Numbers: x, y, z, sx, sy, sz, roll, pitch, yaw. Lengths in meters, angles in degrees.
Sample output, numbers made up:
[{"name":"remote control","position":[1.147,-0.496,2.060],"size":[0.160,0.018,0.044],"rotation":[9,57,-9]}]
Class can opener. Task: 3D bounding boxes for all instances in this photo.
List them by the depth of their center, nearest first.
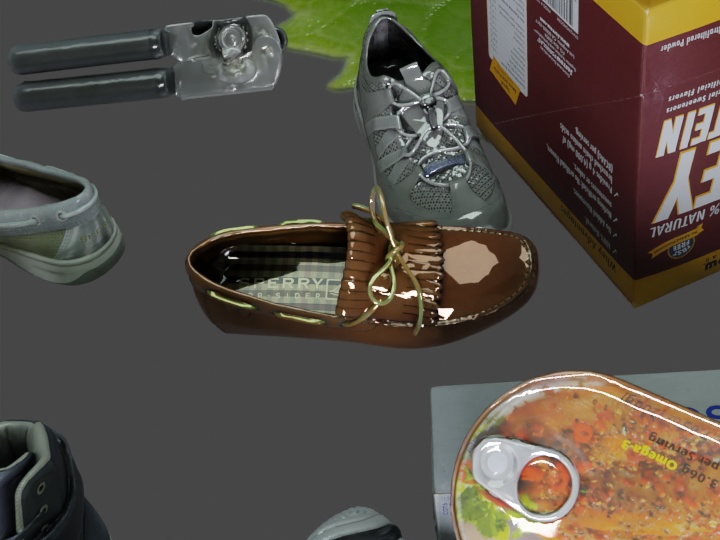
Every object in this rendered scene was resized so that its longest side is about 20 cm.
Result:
[{"name":"can opener","position":[-0.150,-0.149,0.976],"size":[0.197,0.054,0.067],"rotation":[-5,12,4]}]

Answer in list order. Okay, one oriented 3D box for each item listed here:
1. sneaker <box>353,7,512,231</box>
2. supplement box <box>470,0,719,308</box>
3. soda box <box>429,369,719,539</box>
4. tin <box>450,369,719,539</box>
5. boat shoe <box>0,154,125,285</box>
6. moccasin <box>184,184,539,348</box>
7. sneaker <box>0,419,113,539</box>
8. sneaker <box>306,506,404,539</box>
[{"name":"sneaker","position":[0.034,-0.088,0.847],"size":[0.074,0.083,0.201],"rotation":[-19,45,-10]},{"name":"supplement box","position":[0.165,-0.132,0.786],"size":[0.131,0.202,0.198],"rotation":[-21,45,-13]},{"name":"soda box","position":[0.133,0.096,0.659],"size":[0.197,0.064,0.069],"rotation":[-5,44,5]},{"name":"tin","position":[0.135,0.118,0.595],"size":[0.198,0.042,0.113],"rotation":[23,87,6]},{"name":"boat shoe","position":[-0.241,-0.049,0.865],"size":[0.200,0.065,0.075],"rotation":[19,50,27]},{"name":"moccasin","position":[0.000,-0.002,0.758],"size":[0.198,0.078,0.075],"rotation":[5,69,13]},{"name":"sneaker","position":[-0.165,0.160,0.585],"size":[0.076,0.147,0.204],"rotation":[0,46,7]},{"name":"sneaker","position":[-0.011,0.195,0.573],"size":[0.114,0.076,0.200],"rotation":[20,48,30]}]
